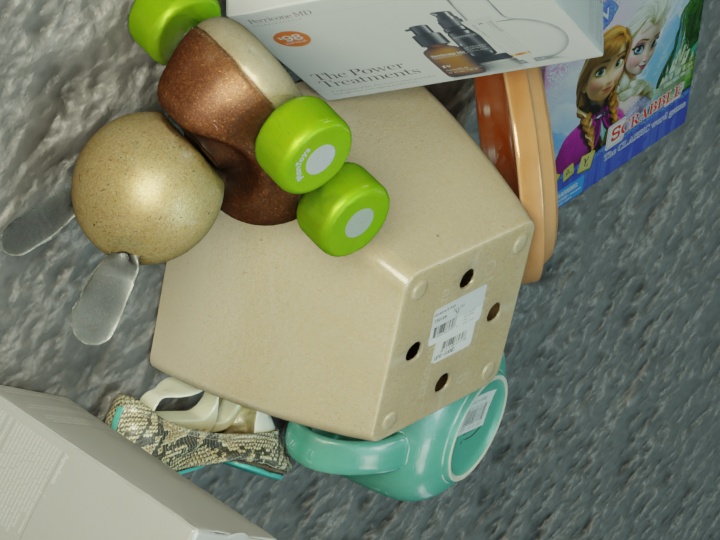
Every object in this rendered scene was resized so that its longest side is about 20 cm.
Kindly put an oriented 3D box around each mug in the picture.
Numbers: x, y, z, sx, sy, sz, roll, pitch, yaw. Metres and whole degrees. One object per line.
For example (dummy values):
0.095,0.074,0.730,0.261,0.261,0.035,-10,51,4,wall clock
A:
0.032,0.106,1.935,0.185,0.114,0.152,-56,157,-24,mug

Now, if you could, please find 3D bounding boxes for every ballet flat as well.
-0.107,0.110,1.829,0.200,0.068,0.076,7,97,-55,ballet flat

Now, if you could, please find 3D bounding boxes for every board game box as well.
0.188,-0.159,2.013,0.200,0.041,0.200,-34,143,-34,board game box

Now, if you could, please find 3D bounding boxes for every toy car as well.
-0.116,-0.047,1.580,0.200,0.164,0.158,-42,148,-6,toy car

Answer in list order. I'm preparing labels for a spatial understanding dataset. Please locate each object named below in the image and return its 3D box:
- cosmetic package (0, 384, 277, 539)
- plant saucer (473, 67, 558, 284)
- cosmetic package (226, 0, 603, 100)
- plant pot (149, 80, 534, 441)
-0.163,0.154,1.646,0.091,0.200,0.107,-60,149,6,cosmetic package
0.110,-0.091,1.833,0.032,0.201,0.201,-8,136,-4,plant saucer
0.036,-0.168,1.643,0.151,0.199,0.052,38,49,-58,cosmetic package
0.000,0.000,1.760,0.199,0.177,0.201,-23,137,-43,plant pot
